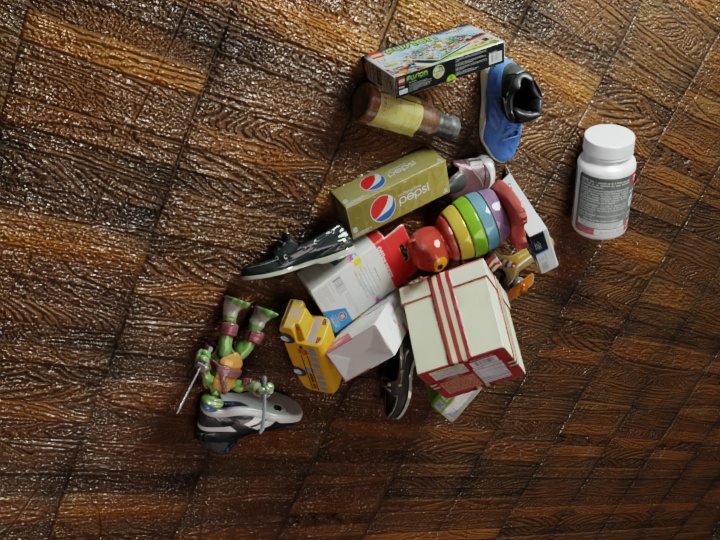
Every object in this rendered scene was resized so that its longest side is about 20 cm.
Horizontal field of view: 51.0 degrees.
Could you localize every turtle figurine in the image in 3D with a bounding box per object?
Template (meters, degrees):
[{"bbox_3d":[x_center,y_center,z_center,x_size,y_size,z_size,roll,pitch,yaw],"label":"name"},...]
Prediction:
[{"bbox_3d":[-0.199,0.153,1.244,0.141,0.200,0.198,19,86,-6],"label":"turtle figurine"}]

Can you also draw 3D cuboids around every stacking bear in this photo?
[{"bbox_3d":[0.175,-0.064,1.298,0.196,0.115,0.122,-26,147,-3],"label":"stacking bear"}]

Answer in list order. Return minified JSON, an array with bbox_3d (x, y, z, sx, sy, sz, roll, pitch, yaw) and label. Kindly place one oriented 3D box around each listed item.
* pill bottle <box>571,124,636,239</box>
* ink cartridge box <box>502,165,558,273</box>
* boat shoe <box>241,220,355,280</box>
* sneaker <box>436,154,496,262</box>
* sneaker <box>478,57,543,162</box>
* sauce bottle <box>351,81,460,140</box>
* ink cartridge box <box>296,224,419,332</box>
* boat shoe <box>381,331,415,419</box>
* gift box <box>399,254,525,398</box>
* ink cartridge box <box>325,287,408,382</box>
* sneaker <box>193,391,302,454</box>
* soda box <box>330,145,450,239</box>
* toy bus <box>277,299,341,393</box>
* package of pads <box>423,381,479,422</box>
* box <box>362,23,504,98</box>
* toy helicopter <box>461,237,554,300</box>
[{"bbox_3d":[0.482,-0.174,1.493,0.112,0.114,0.204,-19,128,-19],"label":"pill bottle"},{"bbox_3d":[0.298,-0.096,1.383,0.039,0.202,0.100,-25,131,7],"label":"ink cartridge box"},{"bbox_3d":[-0.108,-0.035,1.248,0.194,0.075,0.068,-15,97,0],"label":"boat shoe"},{"bbox_3d":[0.174,-0.112,1.380,0.113,0.076,0.205,-3,112,-22],"label":"sneaker"},{"bbox_3d":[0.262,-0.261,1.302,0.075,0.111,0.203,-22,129,-17],"label":"sneaker"},{"bbox_3d":[0.079,-0.251,1.225,0.196,0.066,0.067,10,114,-34],"label":"sauce bottle"},{"bbox_3d":[0.000,0.000,1.337,0.198,0.067,0.117,-36,132,-7],"label":"ink cartridge box"},{"bbox_3d":[0.071,0.206,1.517,0.059,0.072,0.206,1,112,-27],"label":"boat shoe"},{"bbox_3d":[0.178,0.087,1.304,0.181,0.191,0.200,-17,149,13],"label":"gift box"},{"bbox_3d":[0.026,0.103,1.355,0.115,0.200,0.068,-32,99,26],"label":"ink cartridge box"},{"bbox_3d":[-0.212,0.285,1.395,0.196,0.073,0.114,9,118,-26],"label":"sneaker"},{"bbox_3d":[0.053,-0.135,1.285,0.197,0.064,0.069,-27,131,-15],"label":"soda box"},{"bbox_3d":[-0.086,0.138,1.342,0.202,0.076,0.066,78,28,-50],"label":"toy bus"},{"bbox_3d":[0.198,0.196,1.506,0.068,0.200,0.155,38,97,-8],"label":"package of pads"},{"bbox_3d":[0.112,-0.327,1.168,0.196,0.110,0.035,-23,129,-18],"label":"box"},{"bbox_3d":[0.303,-0.005,1.479,0.197,0.132,0.080,-31,131,-10],"label":"toy helicopter"}]
